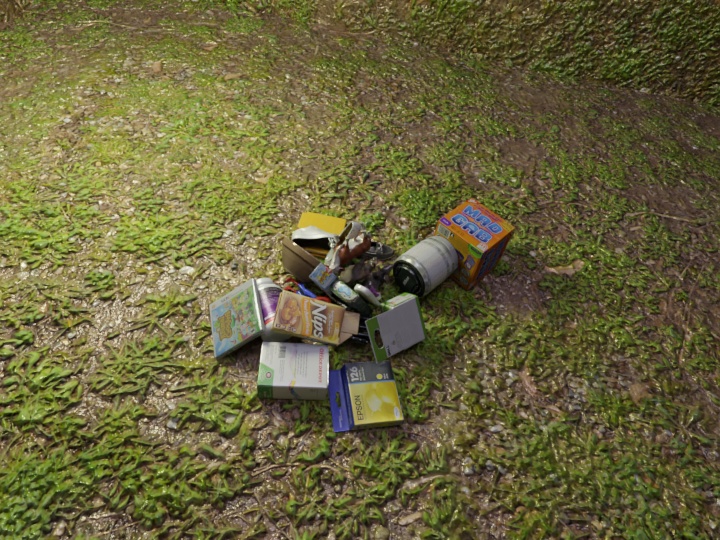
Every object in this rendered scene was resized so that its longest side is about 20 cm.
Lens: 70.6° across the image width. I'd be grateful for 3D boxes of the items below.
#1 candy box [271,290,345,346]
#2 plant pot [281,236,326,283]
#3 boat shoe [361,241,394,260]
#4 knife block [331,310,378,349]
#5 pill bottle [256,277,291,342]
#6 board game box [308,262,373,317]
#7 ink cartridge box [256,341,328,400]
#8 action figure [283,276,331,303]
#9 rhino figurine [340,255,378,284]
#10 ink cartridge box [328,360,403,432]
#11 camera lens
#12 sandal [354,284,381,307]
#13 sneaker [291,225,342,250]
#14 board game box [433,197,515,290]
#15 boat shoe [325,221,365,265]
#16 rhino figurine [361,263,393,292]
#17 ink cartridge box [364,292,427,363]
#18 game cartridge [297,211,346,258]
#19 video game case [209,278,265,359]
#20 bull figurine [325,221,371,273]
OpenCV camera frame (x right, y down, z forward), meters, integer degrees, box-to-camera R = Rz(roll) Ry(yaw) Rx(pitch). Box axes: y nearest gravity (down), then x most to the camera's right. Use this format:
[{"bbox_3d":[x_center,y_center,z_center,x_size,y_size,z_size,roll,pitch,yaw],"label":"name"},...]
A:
[{"bbox_3d":[-0.153,0.143,1.507,0.198,0.055,0.116,17,72,-13],"label":"candy box"},{"bbox_3d":[-0.197,-0.020,1.715,0.200,0.201,0.093,36,89,20],"label":"plant pot"},{"bbox_3d":[0.031,-0.082,1.858,0.198,0.057,0.067,4,48,-6],"label":"boat shoe"},{"bbox_3d":[-0.040,0.157,1.602,0.175,0.064,0.201,-34,84,-21],"label":"knife block"},{"bbox_3d":[-0.281,0.122,1.596,0.112,0.113,0.201,-13,53,-20],"label":"pill bottle"},{"bbox_3d":[-0.073,0.063,1.609,0.200,0.200,0.062,37,84,30],"label":"board game box"},{"bbox_3d":[-0.194,0.293,1.483,0.198,0.084,0.146,3,49,-6],"label":"ink cartridge box"},{"bbox_3d":[-0.174,0.102,1.658,0.199,0.066,0.099,26,33,13],"label":"action figure"},{"bbox_3d":[0.000,0.000,1.702,0.060,0.199,0.088,45,58,-18],"label":"rhino figurine"},{"bbox_3d":[0.009,0.362,1.486,0.198,0.047,0.199,-2,50,-13],"label":"ink cartridge box"},{"bbox_3d":[0.222,-0.013,1.763,0.199,0.161,0.160,-34,62,-32],"label":"camera lens"},{"bbox_3d":[0.033,0.074,1.594,0.082,0.203,0.050,30,83,13],"label":"sandal"},{"bbox_3d":[-0.144,-0.127,1.818,0.198,0.073,0.085,6,49,-3],"label":"sneaker"},{"bbox_3d":[0.393,-0.097,1.836,0.199,0.201,0.200,-34,61,-32],"label":"board game box"},{"bbox_3d":[-0.074,-0.093,1.737,0.086,0.202,0.075,21,38,-39],"label":"boat shoe"},{"bbox_3d":[0.053,0.033,1.750,0.060,0.087,0.200,47,52,-5],"label":"rhino figurine"},{"bbox_3d":[0.097,0.176,1.585,0.199,0.149,0.076,-22,16,-25],"label":"ink cartridge box"},{"bbox_3d":[-0.152,-0.132,1.892,0.175,0.033,0.201,12,47,1],"label":"game cartridge"},{"bbox_3d":[-0.381,0.145,1.553,0.181,0.022,0.201,-31,52,14],"label":"video game case"},{"bbox_3d":[-0.039,-0.072,1.648,0.065,0.122,0.200,31,46,29],"label":"bull figurine"}]
